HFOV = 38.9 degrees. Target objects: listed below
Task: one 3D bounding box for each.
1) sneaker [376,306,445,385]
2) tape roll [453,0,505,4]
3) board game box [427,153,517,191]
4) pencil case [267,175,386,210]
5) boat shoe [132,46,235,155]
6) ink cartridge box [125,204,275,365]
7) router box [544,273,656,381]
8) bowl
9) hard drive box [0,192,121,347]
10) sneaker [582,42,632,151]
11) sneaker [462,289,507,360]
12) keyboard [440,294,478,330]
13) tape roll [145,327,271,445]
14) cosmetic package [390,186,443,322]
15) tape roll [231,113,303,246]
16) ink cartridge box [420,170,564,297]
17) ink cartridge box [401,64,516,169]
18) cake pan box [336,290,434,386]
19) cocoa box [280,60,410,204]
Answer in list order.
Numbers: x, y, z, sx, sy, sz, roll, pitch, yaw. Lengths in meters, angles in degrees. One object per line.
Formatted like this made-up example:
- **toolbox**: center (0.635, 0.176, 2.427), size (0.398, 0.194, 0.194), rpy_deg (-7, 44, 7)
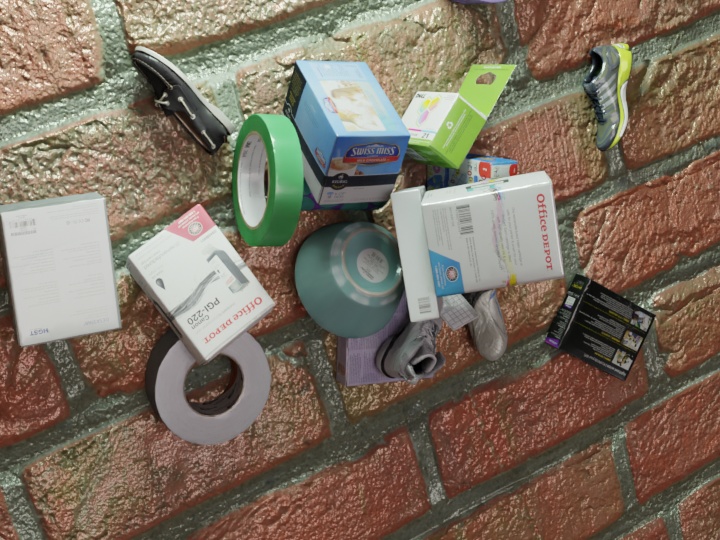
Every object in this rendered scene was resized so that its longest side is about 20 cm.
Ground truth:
- **sneaker**: center (0.115, 0.108, 1.749), size (0.075, 0.115, 0.201), rpy_deg (39, 82, -27)
- **tape roll**: center (0.206, -0.556, 1.726), size (0.197, 0.085, 0.204), rpy_deg (-5, 102, -25)
- **board game box**: center (0.187, -0.097, 1.748), size (0.055, 0.199, 0.200), rpy_deg (-6, 103, -27)
- **pencil case**: center (-0.051, -0.145, 1.686), size (0.197, 0.085, 0.094), rpy_deg (-4, 119, -26)
- **boat shoe**: center (-0.278, -0.258, 1.559), size (0.200, 0.073, 0.061), rpy_deg (44, 76, -35)
- **ink cartridge box**: center (-0.248, 0.024, 1.581), size (0.145, 0.085, 0.201), rpy_deg (-38, 93, -18)
- **router box**: center (0.477, 0.114, 2.021), size (0.198, 0.051, 0.151), rpy_deg (26, 91, -28)
- **bowl**: center (0.000, 0.000, 1.686), size (0.198, 0.105, 0.204), rpy_deg (9, 68, -23)
- **hard drive box**: center (-0.450, -0.003, 1.522), size (0.153, 0.077, 0.204), rpy_deg (-9, 104, -24)
- **sneaker**: center (0.453, -0.326, 1.913), size (0.080, 0.074, 0.204), rpy_deg (1, 93, -20)
- **sneaker**: center (0.226, 0.066, 1.888), size (0.071, 0.072, 0.204), rpy_deg (-11, 95, 5)
- **keyboard**: center (0.125, 0.025, 1.760), size (0.056, 0.200, 0.011), rpy_deg (-23, 143, -23)
- **tape roll**: center (-0.248, 0.178, 1.668), size (0.197, 0.066, 0.204), rpy_deg (-6, 104, -25)
- **cosmetic package**: center (0.093, -0.030, 1.635), size (0.051, 0.151, 0.204), rpy_deg (-8, 94, 10)
- **tape roll**: center (-0.146, -0.138, 1.574), size (0.047, 0.200, 0.204), rpy_deg (-1, 102, -26)
- **ink cartridge box**: center (0.205, -0.059, 1.580), size (0.196, 0.146, 0.149), rpy_deg (-9, 101, 9)
- **ink cartridge box**: center (0.154, -0.281, 1.723), size (0.075, 0.147, 0.202), rpy_deg (32, 85, -27)
- **cake pan box**: center (0.048, 0.098, 1.806), size (0.181, 0.052, 0.204), rpy_deg (-5, 103, -28)
- **cocoa box**: center (-0.029, -0.219, 1.596), size (0.131, 0.201, 0.132), rpy_deg (-4, 135, -26)
